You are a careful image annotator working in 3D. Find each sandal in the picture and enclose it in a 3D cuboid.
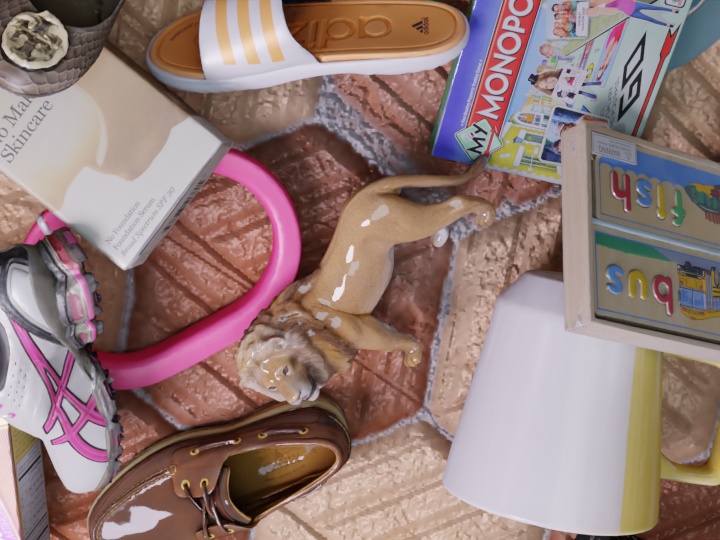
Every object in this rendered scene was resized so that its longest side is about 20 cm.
[{"bbox_3d":[-0.035,-0.162,0.917,0.204,0.080,0.060,-5,137,3],"label":"sandal"}]

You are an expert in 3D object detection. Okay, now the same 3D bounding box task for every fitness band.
[{"bbox_3d":[-0.135,-0.004,0.985,0.199,0.037,0.144,-28,106,2],"label":"fitness band"}]

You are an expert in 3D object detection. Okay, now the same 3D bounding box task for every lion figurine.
[{"bbox_3d":[0.000,0.000,0.969,0.122,0.072,0.202,17,102,-30],"label":"lion figurine"}]

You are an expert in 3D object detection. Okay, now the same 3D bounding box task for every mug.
[{"bbox_3d":[0.153,0.083,1.005,0.185,0.149,0.155,4,97,-42],"label":"mug"}]

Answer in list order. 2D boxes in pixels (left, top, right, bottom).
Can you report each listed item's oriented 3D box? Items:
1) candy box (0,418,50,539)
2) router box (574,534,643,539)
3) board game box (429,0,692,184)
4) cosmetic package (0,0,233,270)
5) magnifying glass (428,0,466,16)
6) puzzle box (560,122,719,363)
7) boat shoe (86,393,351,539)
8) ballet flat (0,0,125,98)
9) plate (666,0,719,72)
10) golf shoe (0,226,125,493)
[{"bbox_3d":[-0.277,0.111,0.978,0.115,0.056,0.202,0,104,7],"label":"candy box"},{"bbox_3d":[0.175,0.284,1.012,0.062,0.200,0.151,27,101,-18],"label":"router box"},{"bbox_3d":[0.133,-0.151,0.943,0.133,0.029,0.201,11,124,-6],"label":"board game box"},{"bbox_3d":[-0.188,-0.102,0.910,0.199,0.071,0.106,37,93,-2],"label":"cosmetic package"},{"bbox_3d":[0.113,-0.158,0.971,0.200,0.022,0.079,40,125,-22],"label":"magnifying glass"},{"bbox_3d":[0.214,-0.011,0.962,0.198,0.025,0.134,11,71,-32],"label":"puzzle box"},{"bbox_3d":[-0.099,0.148,1.013,0.199,0.068,0.073,-24,106,0],"label":"boat shoe"},{"bbox_3d":[-0.156,-0.179,0.868,0.067,0.201,0.046,34,144,-4],"label":"ballet flat"},{"bbox_3d":[0.180,-0.225,0.971,0.198,0.026,0.202,-2,105,-7],"label":"plate"},{"bbox_3d":[-0.204,0.066,0.922,0.091,0.073,0.201,-21,130,-21],"label":"golf shoe"}]
